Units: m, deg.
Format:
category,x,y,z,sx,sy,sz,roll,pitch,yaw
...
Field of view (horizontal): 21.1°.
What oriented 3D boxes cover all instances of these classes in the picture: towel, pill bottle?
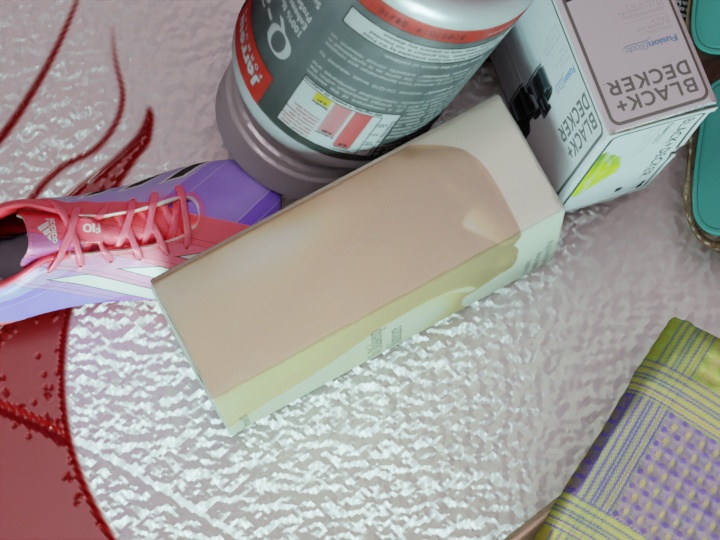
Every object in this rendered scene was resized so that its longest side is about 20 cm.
category,x,y,z,sx,sy,sz,roll,pitch,yaw
towel,0.161,0.139,0.938,0.143,0.023,0.201,30,79,5
pill bottle,0.003,-0.121,0.954,0.115,0.200,0.117,11,60,-19

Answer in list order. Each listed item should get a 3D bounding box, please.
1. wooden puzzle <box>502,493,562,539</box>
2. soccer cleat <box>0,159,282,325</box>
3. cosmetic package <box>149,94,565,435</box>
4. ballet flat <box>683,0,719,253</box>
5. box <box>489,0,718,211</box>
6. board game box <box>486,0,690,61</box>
category,x,y,z,sx,sy,sz,roll,pitch,yaw
wooden puzzle,0.153,0.198,0.961,0.185,0.046,0.201,-36,82,-7
soccer cleat,-0.137,-0.016,1.004,0.198,0.077,0.067,-14,75,-2
cosmetic package,0.000,0.000,0.984,0.199,0.105,0.071,-29,77,-4
ballet flat,0.207,-0.103,1.024,0.070,0.065,0.202,7,81,26
box,0.101,-0.143,0.977,0.060,0.117,0.202,-16,77,-15
board game box,0.096,-0.177,1.064,0.198,0.028,0.137,13,77,4
